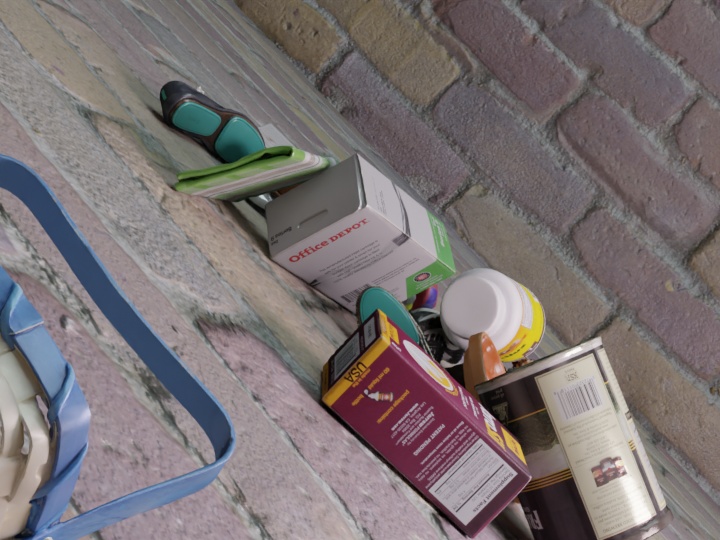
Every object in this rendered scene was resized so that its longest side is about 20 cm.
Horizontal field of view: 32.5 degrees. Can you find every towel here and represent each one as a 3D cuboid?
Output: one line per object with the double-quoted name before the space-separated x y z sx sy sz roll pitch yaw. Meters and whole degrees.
"towel" -0.115 -0.115 1.413 0.200 0.147 0.031 2 72 -77

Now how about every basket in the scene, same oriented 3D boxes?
"basket" -0.161 0.035 0.453 0.177 0.140 0.199 47 40 19

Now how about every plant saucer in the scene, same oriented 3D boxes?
"plant saucer" 0.158 0.173 1.438 0.200 0.032 0.203 -17 90 -77

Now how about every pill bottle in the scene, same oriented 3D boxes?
"pill bottle" 0.169 0.059 1.607 0.109 0.109 0.200 47 10 21

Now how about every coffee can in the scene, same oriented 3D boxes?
"coffee can" 0.222 0.189 1.290 0.146 0.145 0.202 5 63 -76

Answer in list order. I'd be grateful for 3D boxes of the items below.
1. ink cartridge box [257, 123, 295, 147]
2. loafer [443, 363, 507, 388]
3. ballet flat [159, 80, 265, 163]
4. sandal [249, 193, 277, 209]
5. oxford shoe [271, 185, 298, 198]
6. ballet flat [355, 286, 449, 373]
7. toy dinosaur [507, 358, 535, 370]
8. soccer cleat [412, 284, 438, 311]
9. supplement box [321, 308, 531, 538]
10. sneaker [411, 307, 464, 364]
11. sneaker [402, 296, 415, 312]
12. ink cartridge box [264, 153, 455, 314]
"ink cartridge box" -0.110 -0.152 1.906 0.162 0.050 0.200 43 12 -3
"loafer" 0.164 0.151 1.601 0.200 0.071 0.074 5 68 -67
"ballet flat" -0.199 -0.200 1.648 0.073 0.073 0.199 49 13 33
"sandal" -0.100 -0.100 1.678 0.202 0.050 0.083 -7 58 -57
"oxford shoe" -0.053 -0.102 1.612 0.199 0.072 0.071 39 35 5
"ballet flat" 0.058 0.112 1.437 0.201 0.067 0.075 53 -11 15
"toy dinosaur" 0.301 0.185 2.079 0.134 0.103 0.201 24 36 -15
"soccer cleat" 0.091 0.033 1.830 0.076 0.067 0.200 31 0 -13
"supplement box" 0.061 0.144 1.184 0.200 0.086 0.110 43 9 -9
"sneaker" 0.086 0.087 1.668 0.079 0.074 0.200 25 1 21
"sneaker" 0.000 0.000 1.670 0.200 0.075 0.077 37 -43 45
"ink cartridge box" 0.000 -0.037 1.491 0.200 0.145 0.085 35 36 -47
